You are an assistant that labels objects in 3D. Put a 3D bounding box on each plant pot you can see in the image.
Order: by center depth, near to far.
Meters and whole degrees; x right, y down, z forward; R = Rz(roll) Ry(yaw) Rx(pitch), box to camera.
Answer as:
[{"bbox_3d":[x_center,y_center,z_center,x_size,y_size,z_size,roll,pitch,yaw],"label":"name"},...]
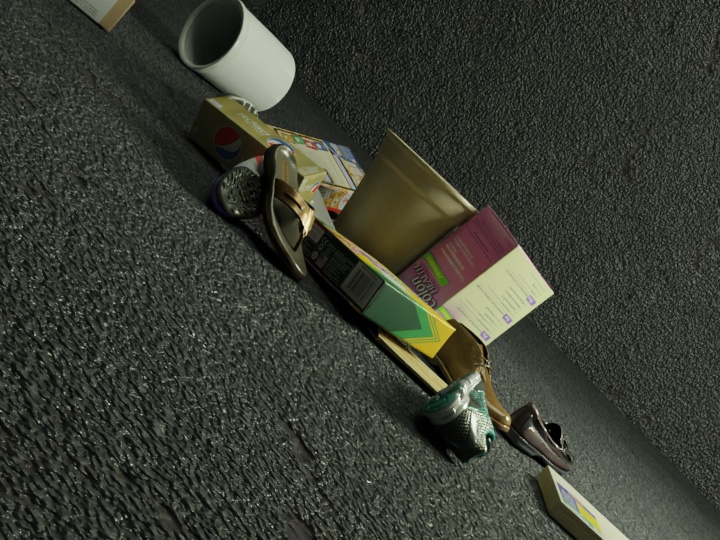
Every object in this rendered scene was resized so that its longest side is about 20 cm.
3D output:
[{"bbox_3d":[0.057,-0.088,1.608,0.200,0.184,0.201,41,8,-7],"label":"plant pot"}]

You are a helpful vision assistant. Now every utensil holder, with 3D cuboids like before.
[{"bbox_3d":[-0.254,-0.448,2.126,0.170,0.170,0.200,49,8,35],"label":"utensil holder"}]

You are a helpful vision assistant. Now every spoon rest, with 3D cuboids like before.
[{"bbox_3d":[-0.086,-0.095,1.543,0.099,0.061,0.200,30,11,-19],"label":"spoon rest"}]

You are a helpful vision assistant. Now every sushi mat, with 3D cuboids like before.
[{"bbox_3d":[0.094,0.146,1.381,0.200,0.012,0.096,43,10,-2],"label":"sushi mat"}]

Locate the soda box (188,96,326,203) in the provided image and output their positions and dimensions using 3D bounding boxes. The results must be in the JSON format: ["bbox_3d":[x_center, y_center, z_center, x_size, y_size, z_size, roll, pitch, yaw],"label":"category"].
[{"bbox_3d":[-0.150,-0.168,1.473,0.199,0.068,0.064,39,27,17],"label":"soda box"}]

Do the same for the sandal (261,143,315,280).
[{"bbox_3d":[-0.085,-0.084,1.312,0.082,0.054,0.202,48,30,-48],"label":"sandal"}]

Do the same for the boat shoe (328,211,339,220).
[{"bbox_3d":[-0.055,-0.129,1.854,0.199,0.075,0.066,37,-35,9],"label":"boat shoe"}]

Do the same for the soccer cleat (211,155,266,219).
[{"bbox_3d":[-0.157,-0.106,1.333,0.200,0.072,0.069,-50,123,-65],"label":"soccer cleat"}]

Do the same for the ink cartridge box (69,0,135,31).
[{"bbox_3d":[-0.476,-0.502,1.689,0.200,0.075,0.165,39,11,-27],"label":"ink cartridge box"}]

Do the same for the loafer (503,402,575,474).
[{"bbox_3d":[0.286,0.256,1.553,0.199,0.063,0.072,34,13,-46],"label":"loafer"}]

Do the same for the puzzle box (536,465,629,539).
[{"bbox_3d":[0.322,0.357,1.371,0.200,0.025,0.133,43,9,-4],"label":"puzzle box"}]

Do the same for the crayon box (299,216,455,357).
[{"bbox_3d":[0.016,0.021,1.416,0.172,0.059,0.200,33,8,-45],"label":"crayon box"}]

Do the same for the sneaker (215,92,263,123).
[{"bbox_3d":[-0.216,-0.257,1.746,0.084,0.075,0.200,40,-2,20],"label":"sneaker"}]

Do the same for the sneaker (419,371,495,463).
[{"bbox_3d":[0.125,0.182,1.228,0.092,0.077,0.200,59,14,5],"label":"sneaker"}]

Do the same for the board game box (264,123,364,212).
[{"bbox_3d":[-0.077,-0.170,1.749,0.198,0.046,0.152,11,37,-40],"label":"board game box"}]

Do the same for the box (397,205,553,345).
[{"bbox_3d":[0.177,0.028,1.606,0.176,0.199,0.097,42,12,-52],"label":"box"}]

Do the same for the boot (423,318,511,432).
[{"bbox_3d":[0.165,0.149,1.489,0.073,0.075,0.200,34,14,-52],"label":"boot"}]
